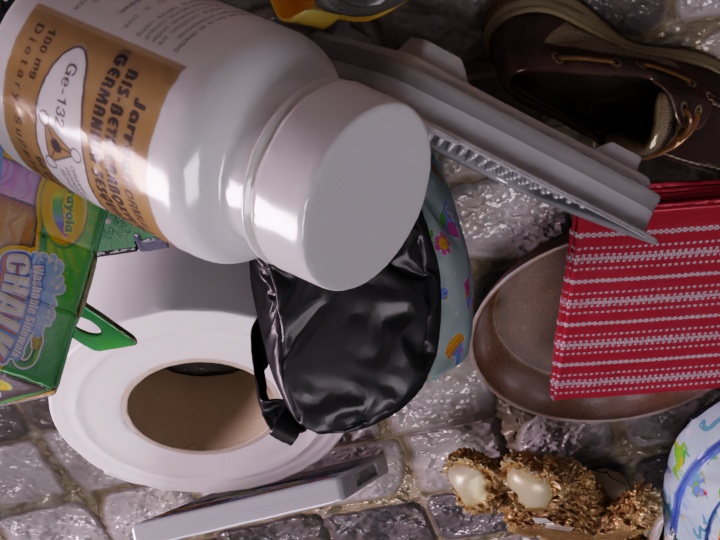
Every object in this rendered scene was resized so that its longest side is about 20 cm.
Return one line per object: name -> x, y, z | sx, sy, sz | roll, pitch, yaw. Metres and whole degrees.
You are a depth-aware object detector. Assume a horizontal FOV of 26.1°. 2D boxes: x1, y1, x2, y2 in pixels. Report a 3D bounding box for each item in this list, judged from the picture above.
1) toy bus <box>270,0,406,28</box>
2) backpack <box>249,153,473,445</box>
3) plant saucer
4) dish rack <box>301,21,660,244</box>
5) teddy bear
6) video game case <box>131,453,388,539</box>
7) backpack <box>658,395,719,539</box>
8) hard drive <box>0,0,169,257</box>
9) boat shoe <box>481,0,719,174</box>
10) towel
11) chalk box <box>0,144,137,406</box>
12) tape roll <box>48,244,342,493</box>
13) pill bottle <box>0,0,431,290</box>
toy bus -> 0.065, -0.197, 0.724 | 0.192, 0.136, 0.200 | 10, 142, -38
backpack -> 0.000, 0.000, 0.879 | 0.127, 0.200, 0.167 | -3, 97, 5
plant saucer -> 0.171, 0.031, 1.041 | 0.200, 0.034, 0.200 | -3, 139, -2
dish rack -> 0.060, -0.080, 0.840 | 0.200, 0.172, 0.044 | 24, 92, -26
teddy bear -> 0.147, 0.164, 1.150 | 0.200, 0.067, 0.145 | 20, 156, -30
video game case -> -0.064, 0.159, 1.090 | 0.143, 0.018, 0.200 | -14, 175, 8
backpack -> 0.293, 0.157, 1.106 | 0.163, 0.154, 0.200 | -17, 130, -2
hard drive -> -0.135, -0.090, 0.883 | 0.140, 0.038, 0.200 | -8, 137, 6
boat shoe -> 0.156, -0.090, 0.875 | 0.200, 0.072, 0.072 | 24, 132, -28
towel -> 0.196, 0.014, 0.984 | 0.145, 0.022, 0.200 | -4, 140, -3
chalk box -> -0.215, -0.003, 0.828 | 0.200, 0.124, 0.124 | 22, 161, -28
tape roll -> -0.106, 0.066, 1.037 | 0.202, 0.071, 0.202 | -2, 139, -2
pill bottle -> -0.072, -0.067, 0.728 | 0.200, 0.114, 0.114 | 26, 151, 32
